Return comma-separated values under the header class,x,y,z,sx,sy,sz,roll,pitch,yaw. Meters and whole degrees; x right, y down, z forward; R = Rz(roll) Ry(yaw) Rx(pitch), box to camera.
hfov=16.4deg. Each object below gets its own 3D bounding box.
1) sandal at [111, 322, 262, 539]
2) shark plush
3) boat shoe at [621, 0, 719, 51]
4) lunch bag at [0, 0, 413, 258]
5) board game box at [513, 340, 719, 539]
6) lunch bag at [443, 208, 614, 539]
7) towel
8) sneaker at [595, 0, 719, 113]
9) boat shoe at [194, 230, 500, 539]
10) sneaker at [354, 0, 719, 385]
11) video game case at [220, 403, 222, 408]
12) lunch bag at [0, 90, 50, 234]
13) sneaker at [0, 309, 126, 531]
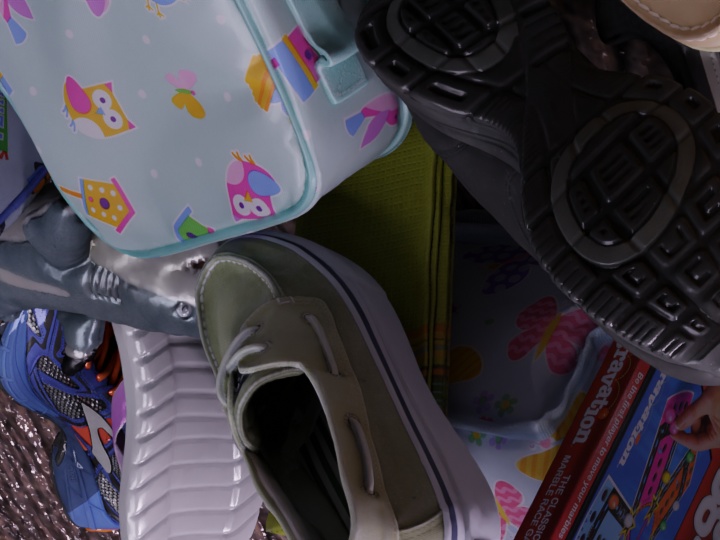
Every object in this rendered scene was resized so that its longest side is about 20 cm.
class,x,y,z,sx,sy,sz,roll,pitch,yaw
sandal,-0.086,0.059,1.144,0.050,0.082,0.203,19,116,46
shark plush,-0.134,0.011,1.065,0.200,0.091,0.083,-20,102,28
boat shoe,0.056,-0.148,0.776,0.072,0.065,0.200,-38,84,39
lunch bag,-0.070,-0.105,0.934,0.160,0.077,0.200,-15,106,45
board game box,0.093,0.112,0.893,0.019,0.200,0.103,6,150,47
lunch bag,0.065,0.068,1.011,0.200,0.127,0.170,3,136,48
towel,0.000,0.000,0.948,0.018,0.200,0.086,17,159,-42
sneaker,0.157,-0.053,0.834,0.200,0.074,0.087,44,125,-4
boat shoe,-0.018,0.044,0.892,0.062,0.072,0.200,17,-158,-37
sneaker,0.078,-0.029,0.829,0.200,0.076,0.091,53,178,39
video game case,0.013,0.139,1.094,0.182,0.023,0.200,52,176,14
lunch bag,-0.201,-0.074,0.998,0.076,0.200,0.160,-3,132,51
sneaker,-0.115,0.056,1.200,0.078,0.075,0.200,7,145,20
